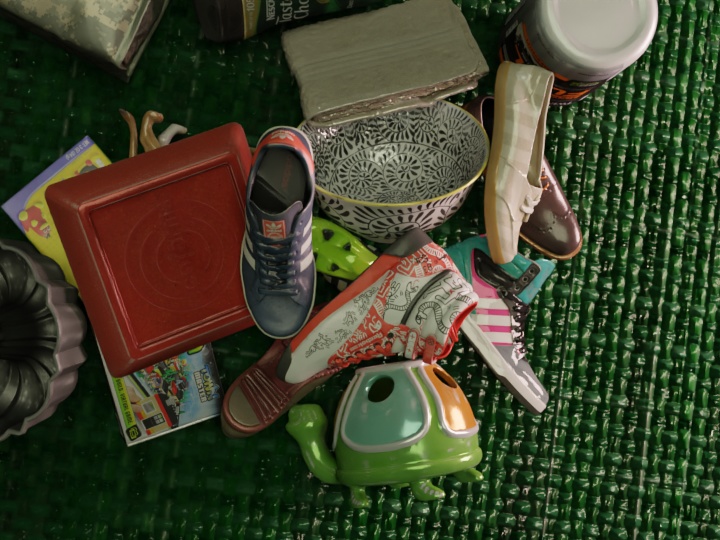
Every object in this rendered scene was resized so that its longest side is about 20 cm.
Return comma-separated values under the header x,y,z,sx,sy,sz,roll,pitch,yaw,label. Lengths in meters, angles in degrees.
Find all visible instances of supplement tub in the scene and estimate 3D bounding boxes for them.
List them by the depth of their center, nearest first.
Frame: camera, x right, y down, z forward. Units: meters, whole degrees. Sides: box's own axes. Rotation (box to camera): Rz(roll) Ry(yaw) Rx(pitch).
x,y,z,sx,sy,sz,roll,pitch,yaw,label
0.211,-0.238,1.182,0.122,0.200,0.123,1,85,-7,supplement tub

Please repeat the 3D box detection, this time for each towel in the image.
x,y,z,sx,sy,sz,roll,pitch,yaw,label
0.024,-0.221,1.216,0.199,0.035,0.133,-14,55,-7,towel

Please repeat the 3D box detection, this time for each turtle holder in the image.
x,y,z,sx,sy,sz,roll,pitch,yaw,label
0.031,0.160,1.175,0.141,0.185,0.132,-7,87,-40,turtle holder

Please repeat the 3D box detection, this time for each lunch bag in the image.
x,y,z,sx,sy,sz,roll,pitch,yaw,label
-0.266,-0.320,1.171,0.164,0.118,0.201,27,88,-5,lunch bag

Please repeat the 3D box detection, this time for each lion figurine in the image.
x,y,z,sx,sy,sz,roll,pitch,yaw,label
-0.165,-0.078,1.179,0.199,0.072,0.123,19,88,-14,lion figurine

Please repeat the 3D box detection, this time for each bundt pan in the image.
x,y,z,sx,sy,sz,roll,pitch,yaw,label
-0.346,0.061,1.124,0.201,0.076,0.203,2,95,24,bundt pan

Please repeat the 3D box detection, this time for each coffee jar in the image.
x,y,z,sx,sy,sz,roll,pitch,yaw,label
-0.074,-0.302,1.183,0.199,0.104,0.086,-18,62,-12,coffee jar

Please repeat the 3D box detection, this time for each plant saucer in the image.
x,y,z,sx,sy,sz,roll,pitch,yaw,label
-0.173,-0.016,1.113,0.199,0.037,0.200,-21,107,-15,plant saucer

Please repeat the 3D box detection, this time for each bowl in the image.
x,y,z,sx,sy,sz,roll,pitch,yaw,label
0.029,-0.091,1.186,0.200,0.201,0.094,-7,131,-7,bowl

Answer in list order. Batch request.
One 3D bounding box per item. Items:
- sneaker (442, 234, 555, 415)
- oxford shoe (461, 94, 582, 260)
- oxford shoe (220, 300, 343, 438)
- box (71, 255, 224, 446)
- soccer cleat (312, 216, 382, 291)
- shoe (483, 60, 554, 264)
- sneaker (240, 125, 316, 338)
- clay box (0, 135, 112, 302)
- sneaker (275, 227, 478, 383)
x,y,z,sx,sy,sz,roll,pitch,yaw,label
0.163,0.042,1.219,0.121,0.084,0.200,-37,90,1,sneaker
0.171,-0.097,1.231,0.071,0.073,0.200,-37,91,-9,oxford shoe
-0.070,0.098,1.193,0.200,0.075,0.071,-36,82,-28,oxford shoe
-0.208,0.062,1.154,0.110,0.035,0.201,-18,106,-17,box
0.000,0.000,1.196,0.200,0.081,0.068,37,91,-33,soccer cleat
0.156,-0.103,1.143,0.053,0.070,0.201,6,102,17,shoe
-0.078,-0.032,1.073,0.075,0.085,0.201,-1,98,0,sneaker
-0.254,-0.024,1.186,0.115,0.048,0.200,-42,91,-8,clay box
0.019,0.064,1.110,0.201,0.067,0.108,-44,77,3,sneaker
